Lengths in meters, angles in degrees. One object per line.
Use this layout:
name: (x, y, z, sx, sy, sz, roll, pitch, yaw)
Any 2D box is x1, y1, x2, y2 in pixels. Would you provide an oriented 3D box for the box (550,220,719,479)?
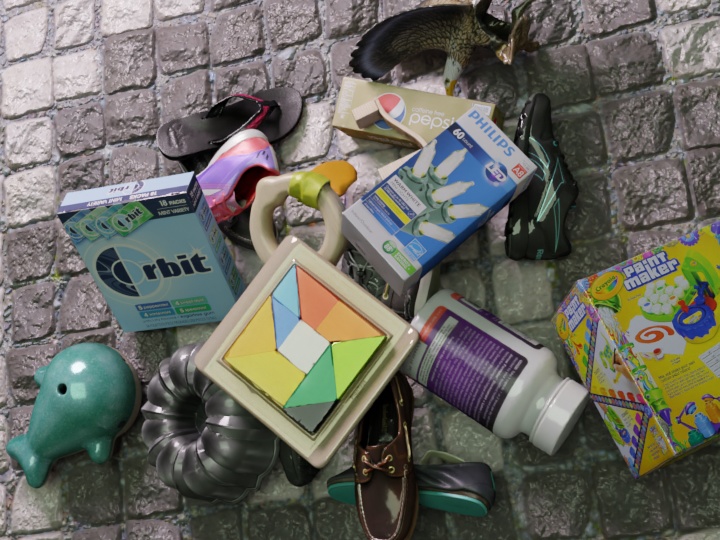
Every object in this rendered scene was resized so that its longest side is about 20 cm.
box: (0.337, 0.076, 1.027, 0.199, 0.122, 0.194, -21, 71, -12)

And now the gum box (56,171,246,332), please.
gum box: (-0.248, -0.017, 1.222, 0.168, 0.201, 0.045, -7, 40, 15)

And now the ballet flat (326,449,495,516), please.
ballet flat: (0.060, 0.237, 1.140, 0.198, 0.073, 0.074, 0, 77, 23)

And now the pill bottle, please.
pill bottle: (0.149, 0.116, 1.112, 0.199, 0.111, 0.112, 32, 88, 21)

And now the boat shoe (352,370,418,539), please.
boat shoe: (0.023, 0.200, 1.089, 0.070, 0.070, 0.202, -9, 62, 15)

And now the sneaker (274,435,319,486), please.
sneaker: (-0.097, 0.163, 1.204, 0.090, 0.076, 0.202, -21, 65, 21)

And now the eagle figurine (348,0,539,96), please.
eagle figurine: (0.100, -0.283, 1.196, 0.198, 0.152, 0.152, 15, 75, 20)

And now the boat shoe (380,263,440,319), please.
boat shoe: (0.072, -0.040, 1.184, 0.060, 0.072, 0.203, 9, 70, 17)

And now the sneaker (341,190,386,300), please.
sneaker: (0.000, 0.000, 1.199, 0.074, 0.082, 0.202, 0, 77, 16)

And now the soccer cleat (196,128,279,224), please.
soccer cleat: (-0.180, -0.084, 1.224, 0.200, 0.068, 0.073, -42, 52, 12)

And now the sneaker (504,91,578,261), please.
sneaker: (0.215, -0.108, 1.176, 0.078, 0.075, 0.202, 5, 85, 4)

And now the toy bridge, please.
toy bridge: (0.054, -0.120, 1.161, 0.067, 0.027, 0.201, -24, 69, 5)

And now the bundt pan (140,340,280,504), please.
bundt pan: (-0.186, 0.176, 1.182, 0.201, 0.076, 0.204, -7, 79, 37)

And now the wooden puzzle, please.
wooden puzzle: (-0.063, 0.085, 1.097, 0.199, 0.037, 0.186, 37, 88, 17)

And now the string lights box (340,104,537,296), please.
string lights box: (0.085, -0.077, 1.097, 0.200, 0.059, 0.103, -40, 78, -14)

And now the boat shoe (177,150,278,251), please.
boat shoe: (-0.183, -0.103, 1.291, 0.067, 0.057, 0.200, -41, 70, 4)

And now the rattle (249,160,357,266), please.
rattle: (-0.057, -0.022, 1.205, 0.129, 0.143, 0.202, -9, 99, 8)

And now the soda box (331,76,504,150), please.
soda box: (0.070, -0.183, 1.226, 0.198, 0.068, 0.065, 15, 90, 19)

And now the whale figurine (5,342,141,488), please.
whale figurine: (-0.372, 0.180, 1.256, 0.200, 0.104, 0.159, -43, 70, 3)

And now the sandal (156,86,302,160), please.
sandal: (-0.164, -0.191, 1.280, 0.199, 0.045, 0.076, -19, 68, -15)
